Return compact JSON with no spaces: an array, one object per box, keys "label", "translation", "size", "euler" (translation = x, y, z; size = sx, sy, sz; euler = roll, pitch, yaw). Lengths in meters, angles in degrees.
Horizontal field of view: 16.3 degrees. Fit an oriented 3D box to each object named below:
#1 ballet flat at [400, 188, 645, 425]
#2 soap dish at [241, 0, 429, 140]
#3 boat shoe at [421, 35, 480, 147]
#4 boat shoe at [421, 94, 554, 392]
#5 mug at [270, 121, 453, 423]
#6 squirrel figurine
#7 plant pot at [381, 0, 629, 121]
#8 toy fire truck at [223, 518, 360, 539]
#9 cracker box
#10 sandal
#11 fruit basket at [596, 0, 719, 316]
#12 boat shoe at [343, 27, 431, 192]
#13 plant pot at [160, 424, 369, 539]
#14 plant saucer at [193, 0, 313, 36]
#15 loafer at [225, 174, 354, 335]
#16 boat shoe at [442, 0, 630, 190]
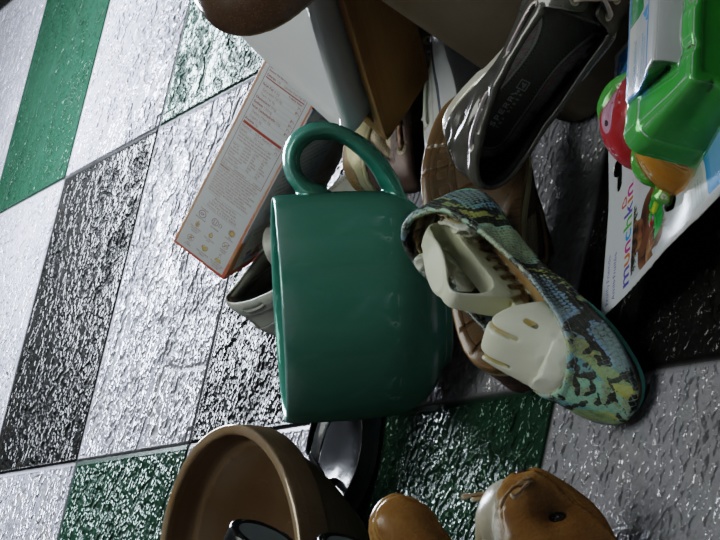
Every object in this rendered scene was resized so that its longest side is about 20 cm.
[{"label":"ballet flat","translation":[0.086,0.025,1.467],"size":[0.200,0.074,0.074],"euler":[48,121,43]},{"label":"soap dish","translation":[-0.036,-0.202,1.742],"size":[0.200,0.081,0.158],"euler":[44,160,43]},{"label":"boat shoe","translation":[0.073,-0.110,1.713],"size":[0.066,0.072,0.201],"euler":[-43,43,46]},{"label":"boat shoe","translation":[0.086,-0.018,1.581],"size":[0.072,0.072,0.201],"euler":[52,-154,-59]},{"label":"mug","translation":[0.001,0.010,1.673],"size":[0.152,0.114,0.186],"euler":[-99,7,-55]},{"label":"squirrel figurine","translation":[0.066,0.207,1.355],"size":[0.201,0.186,0.142],"euler":[64,164,10]},{"label":"plant pot","translation":[0.089,-0.213,1.595],"size":[0.200,0.173,0.201],"euler":[-50,31,46]},{"label":"toy fire truck","translation":[0.003,0.254,1.466],"size":[0.200,0.176,0.129],"euler":[39,111,53]},{"label":"cracker box","translation":[-0.056,-0.102,1.960],"size":[0.134,0.058,0.200],"euler":[-33,-23,-57]},{"label":"sandal","translation":[-0.012,0.089,1.801],"size":[0.076,0.043,0.201],"euler":[-21,55,65]},{"label":"fruit basket","translation":[0.170,-0.097,1.404],"size":[0.200,0.093,0.186],"euler":[134,148,-57]},{"label":"boat shoe","translation":[0.049,-0.147,1.801],"size":[0.072,0.072,0.201],"euler":[3,68,43]},{"label":"plant pot","translation":[-0.053,0.207,1.711],"size":[0.201,0.092,0.202],"euler":[-11,78,58]},{"label":"plant saucer","translation":[-0.061,-0.253,1.635],"size":[0.200,0.034,0.201],"euler":[-22,59,43]},{"label":"loafer","translation":[-0.041,-0.015,1.924],"size":[0.200,0.070,0.070],"euler":[-53,28,44]},{"label":"boat shoe","translation":[0.118,-0.133,1.500],"size":[0.200,0.067,0.057],"euler":[-57,30,26]}]
